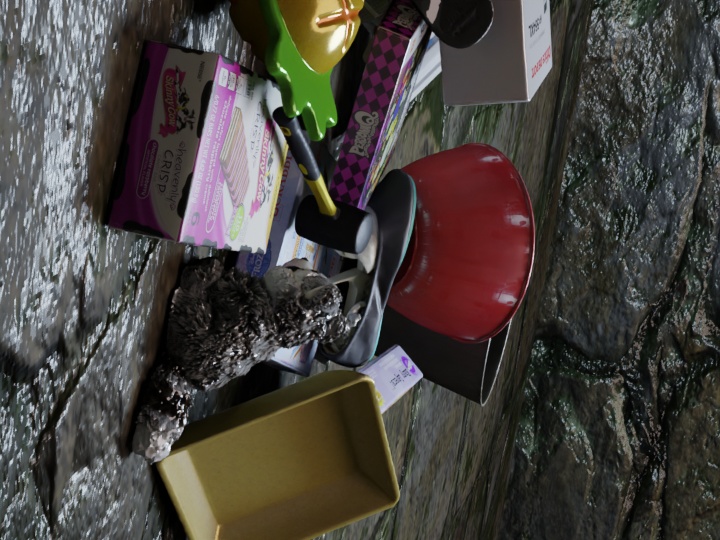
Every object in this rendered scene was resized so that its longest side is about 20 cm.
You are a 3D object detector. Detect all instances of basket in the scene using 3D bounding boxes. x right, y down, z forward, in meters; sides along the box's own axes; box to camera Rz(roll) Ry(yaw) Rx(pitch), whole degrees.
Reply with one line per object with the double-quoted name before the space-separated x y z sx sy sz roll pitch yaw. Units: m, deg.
"basket" 0.064 0.037 1.653 0.136 0.197 0.183 -3 108 -76

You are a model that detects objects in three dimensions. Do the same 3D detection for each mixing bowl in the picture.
"mixing bowl" 0.069 -0.030 1.469 0.107 0.199 0.203 3 104 -35

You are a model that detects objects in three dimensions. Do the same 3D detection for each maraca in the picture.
"maraca" -0.049 -0.200 1.133 0.137 0.106 0.203 34 47 -58

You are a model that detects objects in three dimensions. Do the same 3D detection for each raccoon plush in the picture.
"raccoon plush" -0.090 0.077 1.218 0.097 0.132 0.203 52 52 -74

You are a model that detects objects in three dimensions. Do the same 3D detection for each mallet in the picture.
"mallet" -0.047 -0.078 1.226 0.042 0.065 0.200 -65 151 -20

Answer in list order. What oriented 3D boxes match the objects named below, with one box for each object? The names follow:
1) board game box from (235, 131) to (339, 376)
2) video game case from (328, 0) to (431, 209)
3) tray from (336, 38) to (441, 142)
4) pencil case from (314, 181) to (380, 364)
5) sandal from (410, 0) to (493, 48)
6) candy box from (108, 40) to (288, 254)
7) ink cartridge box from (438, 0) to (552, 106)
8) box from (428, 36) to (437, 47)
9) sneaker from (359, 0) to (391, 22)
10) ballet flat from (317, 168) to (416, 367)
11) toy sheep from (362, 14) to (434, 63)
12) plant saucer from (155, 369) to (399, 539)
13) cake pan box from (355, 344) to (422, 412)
"board game box" -0.065 -0.012 1.396 0.200 0.041 0.203 43 61 -74
"video game case" 0.024 -0.160 1.342 0.182 0.035 0.202 -63 172 -57
"tray" 0.061 -0.203 1.550 0.200 0.022 0.107 -43 179 22
"pencil case" -0.012 -0.003 1.569 0.089 0.077 0.202 -37 -149 61
"sandal" 0.042 -0.264 1.212 0.075 0.200 0.045 -46 -160 1
"candy box" -0.113 -0.087 1.128 0.200 0.060 0.138 4 98 -76
"ink cartridge box" 0.120 -0.263 1.335 0.146 0.083 0.203 -52 139 -64
"box" 0.092 -0.334 1.603 0.201 0.111 0.102 86 22 -47
"sneaker" 0.020 -0.319 1.269 0.080 0.070 0.202 -60 167 -60
"ballet flat" 0.000 0.000 1.414 0.073 0.072 0.202 -37 143 -69
"toy sheep" 0.049 -0.288 1.453 0.201 0.137 0.138 -54 177 29
"plant saucer" -0.074 0.173 1.332 0.201 0.198 0.049 77 -11 -47
"cake pan box" -0.040 0.167 1.489 0.200 0.052 0.184 -43 173 16
